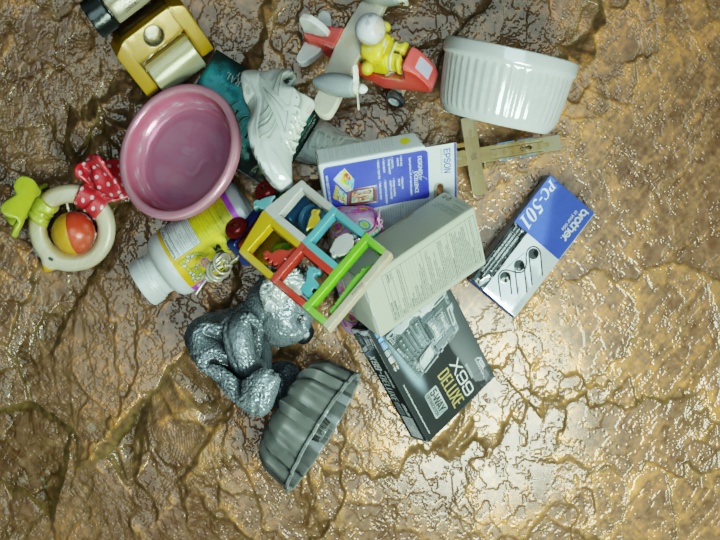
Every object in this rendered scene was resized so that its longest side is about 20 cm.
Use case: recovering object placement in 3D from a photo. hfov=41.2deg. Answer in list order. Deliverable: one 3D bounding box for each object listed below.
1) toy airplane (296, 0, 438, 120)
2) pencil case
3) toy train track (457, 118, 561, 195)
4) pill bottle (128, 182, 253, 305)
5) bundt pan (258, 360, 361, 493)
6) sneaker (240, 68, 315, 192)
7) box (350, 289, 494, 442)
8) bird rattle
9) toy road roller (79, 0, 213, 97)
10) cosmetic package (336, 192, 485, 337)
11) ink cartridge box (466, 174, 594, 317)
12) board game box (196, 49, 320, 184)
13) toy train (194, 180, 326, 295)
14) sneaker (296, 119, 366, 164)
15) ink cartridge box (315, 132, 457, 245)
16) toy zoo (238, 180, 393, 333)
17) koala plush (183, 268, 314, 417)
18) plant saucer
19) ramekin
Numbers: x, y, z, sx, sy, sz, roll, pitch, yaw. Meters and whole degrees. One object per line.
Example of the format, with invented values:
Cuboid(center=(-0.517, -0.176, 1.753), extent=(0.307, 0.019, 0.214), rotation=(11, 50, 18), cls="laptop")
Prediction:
Cuboid(center=(-0.001, -0.333, 1.401), extent=(0.196, 0.141, 0.203), rotation=(-18, 75, -11), cls="toy airplane")
Cuboid(center=(0.000, 0.000, 1.397), extent=(0.085, 0.088, 0.203), rotation=(-7, 128, -1), cls="pencil case")
Cuboid(center=(0.209, -0.180, 1.470), extent=(0.196, 0.033, 0.117), rotation=(-10, 93, -8), cls="toy train track")
Cuboid(center=(-0.244, -0.035, 1.426), extent=(0.198, 0.104, 0.105), rotation=(-35, 93, 1), cls="pill bottle")
Cuboid(center=(-0.082, 0.217, 1.401), extent=(0.075, 0.202, 0.204), rotation=(30, 91, 9), cls="bundt pan")
Cuboid(center=(-0.108, -0.207, 1.337), extent=(0.097, 0.078, 0.204), rotation=(-15, 66, 5), cls="sneaker")
Cuboid(center=(0.095, 0.123, 1.414), extent=(0.157, 0.049, 0.202), rotation=(-37, 110, -26), cls="box")
Cuboid(center=(-0.431, -0.084, 1.443), extent=(0.196, 0.113, 0.166), rotation=(-14, 104, -14), cls="bird rattle")
Cuboid(center=(-0.323, -0.375, 1.419), extent=(0.122, 0.146, 0.201), rotation=(-36, 130, 0), cls="toy road roller")
Cuboid(center=(0.073, -0.010, 1.337), extent=(0.198, 0.071, 0.107), rotation=(-32, 127, -20), cls="cosmetic package")
Cuboid(center=(0.258, -0.038, 1.468), extent=(0.094, 0.044, 0.201), rotation=(38, 90, -4), cls="ink cartridge box")
Cuboid(center=(-0.171, -0.221, 1.423), extent=(0.198, 0.028, 0.137), rotation=(33, 92, 19), cls="board game box")
Cuboid(center=(-0.134, -0.026, 1.332), extent=(0.201, 0.115, 0.085), rotation=(-53, 134, -17), cls="toy train")
Cuboid(center=(-0.034, -0.186, 1.426), extent=(0.197, 0.100, 0.076), rotation=(24, 80, -4), cls="sneaker")
Cuboid(center=(0.042, -0.109, 1.400), extent=(0.196, 0.200, 0.048), rotation=(-11, 48, -3), cls="ink cartridge box")
Cuboid(center=(-0.070, -0.030, 1.269), extent=(0.199, 0.021, 0.132), rotation=(38, 81, 20), cls="toy zoo")
Cuboid(center=(-0.141, 0.078, 1.404), extent=(0.183, 0.177, 0.201), rotation=(38, 95, 8), cls="koala plush")
Cuboid(center=(-0.256, -0.167, 1.393), extent=(0.196, 0.051, 0.205), rotation=(-5, 74, 20), cls="plant saucer")
Cuboid(center=(0.206, -0.267, 1.387), extent=(0.196, 0.200, 0.107), rotation=(12, 102, -2), cls="ramekin")
